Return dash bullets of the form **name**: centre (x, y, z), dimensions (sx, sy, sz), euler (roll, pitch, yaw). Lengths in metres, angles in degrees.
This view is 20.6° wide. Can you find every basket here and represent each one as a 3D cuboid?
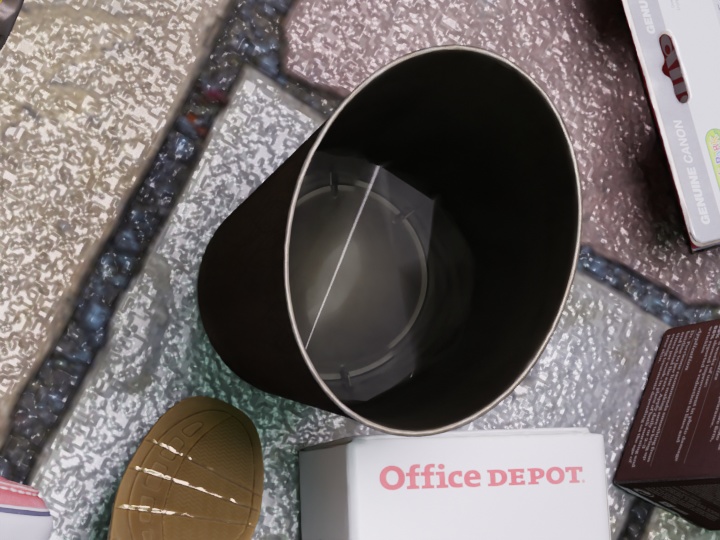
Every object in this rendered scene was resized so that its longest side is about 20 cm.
- **basket**: centre (0.000, 0.000, 0.962), dimensions (0.136, 0.200, 0.181), euler (24, 74, -15)

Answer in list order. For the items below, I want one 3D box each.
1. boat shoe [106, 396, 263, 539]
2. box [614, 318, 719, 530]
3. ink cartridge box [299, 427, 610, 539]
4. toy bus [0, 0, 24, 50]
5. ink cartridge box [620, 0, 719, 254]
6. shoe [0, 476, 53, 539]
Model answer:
- **boat shoe**: centre (-0.101, 0.156, 0.974), dimensions (0.074, 0.069, 0.200), euler (23, 54, -9)
- **box**: centre (0.223, 0.076, 1.035), dimensions (0.075, 0.200, 0.100), euler (26, 74, -16)
- **ink cartridge box**: centre (0.051, 0.184, 1.017), dimensions (0.146, 0.084, 0.201), euler (1, 82, -21)
- **toy bus**: centre (-0.190, -0.204, 0.926), dimensions (0.135, 0.192, 0.200), euler (24, 76, -18)
- **ink cartridge box**: centre (0.215, -0.120, 1.123), dimensions (0.175, 0.084, 0.201), euler (-14, 87, -22)
- **shoe**: centre (-0.233, 0.067, 0.933), dimensions (0.200, 0.071, 0.091), euler (17, 82, -13)
